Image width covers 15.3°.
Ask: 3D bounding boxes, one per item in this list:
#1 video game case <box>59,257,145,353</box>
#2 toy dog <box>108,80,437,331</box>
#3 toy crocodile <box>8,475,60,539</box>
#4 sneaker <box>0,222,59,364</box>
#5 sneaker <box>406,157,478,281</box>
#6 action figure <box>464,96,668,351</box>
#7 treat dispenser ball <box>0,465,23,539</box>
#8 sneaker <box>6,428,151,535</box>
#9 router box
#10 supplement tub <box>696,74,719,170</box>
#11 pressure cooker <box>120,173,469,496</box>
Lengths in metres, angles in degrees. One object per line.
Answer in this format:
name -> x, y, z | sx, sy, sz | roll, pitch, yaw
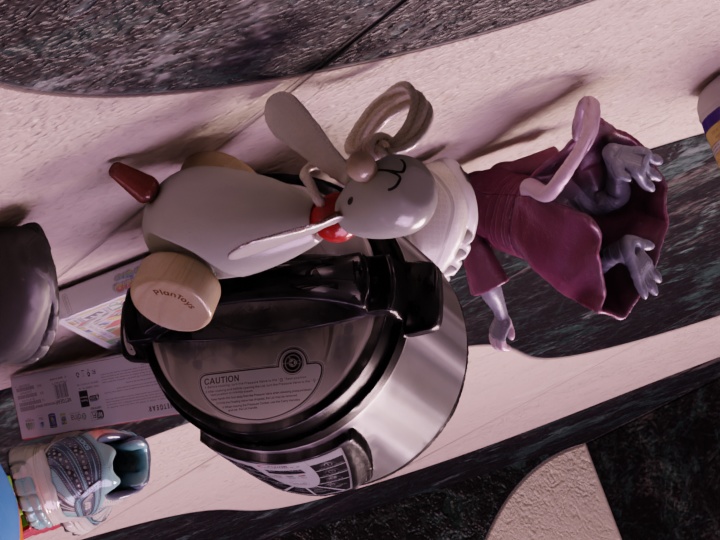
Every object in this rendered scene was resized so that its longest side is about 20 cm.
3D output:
video game case -> -0.107, 0.007, 1.831 | 0.181, 0.023, 0.200 | -21, 170, 3
toy dog -> -0.059, -0.044, 1.457 | 0.200, 0.132, 0.096 | -30, 129, 25
toy crocodile -> -0.314, 0.225, 2.492 | 0.067, 0.062, 0.200 | -26, 169, 32
sneaker -> -0.244, 0.031, 1.543 | 0.091, 0.076, 0.200 | -3, 160, -41
sneaker -> 0.000, 0.000, 1.789 | 0.200, 0.075, 0.081 | -44, 159, 30
action figure -> 0.109, -0.031, 1.790 | 0.200, 0.134, 0.149 | 7, 156, 47
treat dispenser ball -> -0.331, 0.188, 1.836 | 0.200, 0.202, 0.201 | -20, 170, -3
sneaker -> -0.189, 0.152, 1.971 | 0.086, 0.078, 0.200 | -15, 179, 9
router box -> -0.127, 0.075, 1.972 | 0.179, 0.049, 0.200 | -12, 179, -42
supplement tub -> 0.332, -0.056, 1.864 | 0.145, 0.201, 0.145 | -20, 171, -3
pressure cooker -> -0.041, 0.035, 1.646 | 0.176, 0.179, 0.200 | -47, 155, 1
